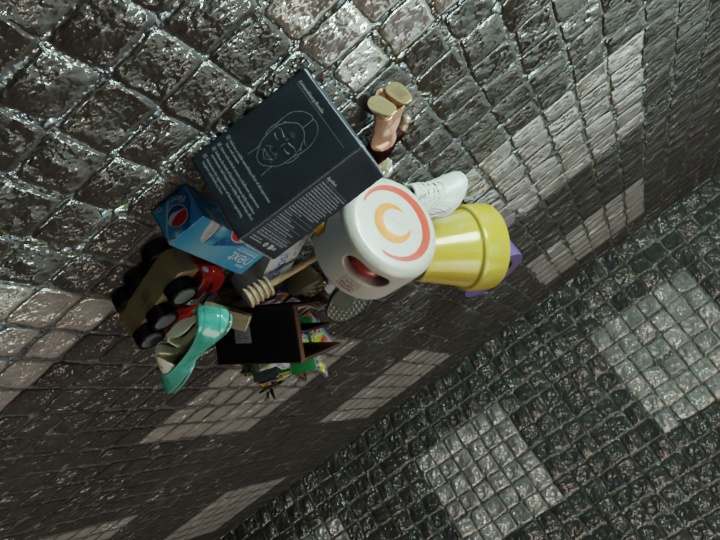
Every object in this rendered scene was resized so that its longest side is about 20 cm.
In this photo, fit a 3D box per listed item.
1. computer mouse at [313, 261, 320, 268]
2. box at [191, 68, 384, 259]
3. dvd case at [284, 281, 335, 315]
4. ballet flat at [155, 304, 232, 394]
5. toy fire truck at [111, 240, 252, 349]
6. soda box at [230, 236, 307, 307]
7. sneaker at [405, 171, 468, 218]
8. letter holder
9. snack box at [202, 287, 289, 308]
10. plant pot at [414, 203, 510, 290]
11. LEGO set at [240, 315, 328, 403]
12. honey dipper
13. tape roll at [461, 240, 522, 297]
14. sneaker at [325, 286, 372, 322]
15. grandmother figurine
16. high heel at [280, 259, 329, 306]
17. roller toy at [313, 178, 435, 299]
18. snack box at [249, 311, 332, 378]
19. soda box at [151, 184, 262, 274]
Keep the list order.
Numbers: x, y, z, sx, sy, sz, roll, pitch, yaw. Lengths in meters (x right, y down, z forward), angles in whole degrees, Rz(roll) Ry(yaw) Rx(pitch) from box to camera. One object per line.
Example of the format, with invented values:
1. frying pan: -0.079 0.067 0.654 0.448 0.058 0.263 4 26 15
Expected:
1. computer mouse: -0.055 -0.018 1.345 0.200 0.034 0.059 -30 157 -11
2. box: -0.098 -0.140 0.873 0.200 0.149 0.107 -36 159 7
3. dvd case: -0.107 0.056 1.397 0.200 0.018 0.143 -35 168 18
4. ballet flat: -0.280 0.119 1.015 0.070 0.067 0.200 25 123 -32
5. toy fire truck: -0.268 0.043 1.060 0.176 0.129 0.200 -47 160 30
6. soda box: -0.163 -0.023 1.135 0.063 0.068 0.200 -18 154 -39
7. sneaker: 0.130 -0.145 1.286 0.200 0.078 0.099 -32 155 -7
8. letter holder: -0.151 0.109 1.198 0.200 0.101 0.142 -7 -177 33
9. snack box: -0.223 0.058 1.280 0.200 0.024 0.072 -6 147 -51
10. plant pot: 0.203 -0.047 1.456 0.189 0.201 0.201 -7 149 -23
11. LEGO set: -0.161 0.192 1.445 0.200 0.154 0.116 -24 158 4
12. honey dipper: -0.113 -0.004 1.115 0.200 0.038 0.038 -34 160 -20
13. tape roll: 0.363 -0.016 1.871 0.200 0.085 0.200 -30 158 -13
14. sneaker: 0.002 0.000 1.286 0.202 0.077 0.146 -54 -166 22
15. grandmother figurine: 0.036 -0.212 1.037 0.121 0.061 0.200 -32 162 -22
16. high heel: -0.077 0.033 1.216 0.142 0.071 0.200 21 167 -33
17. roller toy: 0.018 -0.050 1.089 0.200 0.183 0.140 -8 163 -37
18. snack box: -0.176 0.198 1.583 0.200 0.068 0.169 -32 159 -1
19. soda box: -0.222 -0.057 0.986 0.068 0.064 0.200 -37 159 8
